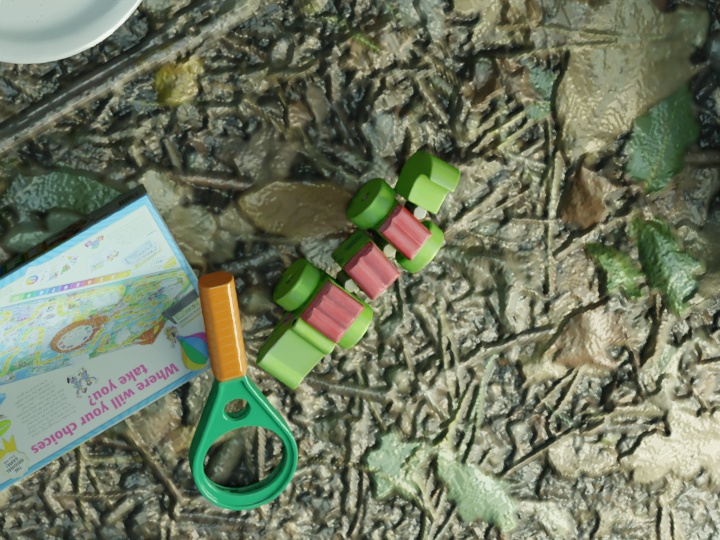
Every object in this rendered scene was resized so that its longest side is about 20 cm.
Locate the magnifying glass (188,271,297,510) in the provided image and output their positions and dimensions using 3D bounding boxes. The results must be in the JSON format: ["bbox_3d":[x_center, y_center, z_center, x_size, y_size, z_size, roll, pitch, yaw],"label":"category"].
[{"bbox_3d":[-0.091,0.089,1.153,0.079,0.022,0.201,-13,125,-10],"label":"magnifying glass"}]

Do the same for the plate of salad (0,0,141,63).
[{"bbox_3d":[-0.212,-0.233,1.034,0.198,0.048,0.202,-6,104,-27],"label":"plate of salad"}]

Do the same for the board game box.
[{"bbox_3d":[-0.204,0.048,1.135,0.199,0.034,0.135,-30,109,-5],"label":"board game box"}]

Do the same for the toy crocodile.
[{"bbox_3d":[0.000,0.000,1.158,0.067,0.062,0.200,41,93,-20],"label":"toy crocodile"}]
